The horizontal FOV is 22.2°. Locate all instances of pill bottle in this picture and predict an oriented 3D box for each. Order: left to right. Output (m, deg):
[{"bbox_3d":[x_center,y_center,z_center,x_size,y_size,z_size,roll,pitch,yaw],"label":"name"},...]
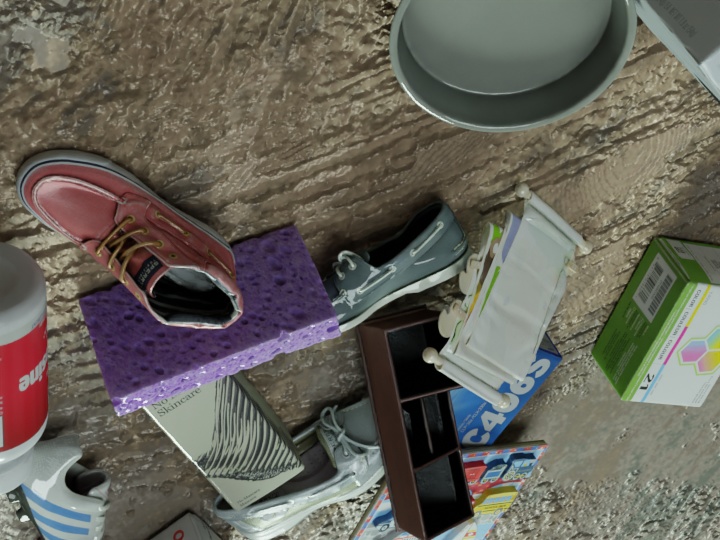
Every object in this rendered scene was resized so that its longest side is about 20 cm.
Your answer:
[{"bbox_3d":[-0.309,0.084,1.485,0.112,0.112,0.201,-9,130,-19],"label":"pill bottle"}]

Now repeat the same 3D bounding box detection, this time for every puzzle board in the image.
[{"bbox_3d":[0.082,0.232,1.797,0.199,0.017,0.151,-1,131,-41],"label":"puzzle board"}]

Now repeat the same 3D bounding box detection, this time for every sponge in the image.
[{"bbox_3d":[-0.127,0.039,1.534,0.199,0.112,0.030,-20,143,-9],"label":"sponge"}]

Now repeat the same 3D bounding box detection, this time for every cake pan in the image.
[{"bbox_3d":[0.121,-0.197,1.476,0.199,0.037,0.201,-3,136,-3],"label":"cake pan"}]

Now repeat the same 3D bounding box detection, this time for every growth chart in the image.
[{"bbox_3d":[0.133,0.022,1.641,0.145,0.018,0.200,44,68,-40],"label":"growth chart"}]

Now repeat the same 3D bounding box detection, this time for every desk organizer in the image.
[{"bbox_3d":[0.057,0.138,1.658,0.071,0.077,0.201,-13,96,-16],"label":"desk organizer"}]

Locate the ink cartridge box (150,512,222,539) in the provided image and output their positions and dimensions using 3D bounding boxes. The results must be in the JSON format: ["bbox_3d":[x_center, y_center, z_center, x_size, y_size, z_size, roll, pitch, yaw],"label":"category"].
[{"bbox_3d":[-0.199,0.349,1.731,0.200,0.146,0.084,-36,134,6],"label":"ink cartridge box"}]

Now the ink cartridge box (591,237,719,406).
[{"bbox_3d":[0.350,0.057,1.800,0.199,0.076,0.148,8,123,-28],"label":"ink cartridge box"}]

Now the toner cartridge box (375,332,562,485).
[{"bbox_3d":[0.095,0.132,1.763,0.095,0.043,0.200,22,116,-36],"label":"toner cartridge box"}]

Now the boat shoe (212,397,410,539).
[{"bbox_3d":[-0.044,0.181,1.714,0.202,0.075,0.065,-32,147,11],"label":"boat shoe"}]

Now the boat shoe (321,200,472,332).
[{"bbox_3d":[0.000,0.000,1.600,0.199,0.073,0.062,-24,120,-10],"label":"boat shoe"}]

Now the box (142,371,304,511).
[{"bbox_3d":[-0.133,0.123,1.631,0.082,0.068,0.200,-34,134,3],"label":"box"}]

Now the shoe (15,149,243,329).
[{"bbox_3d":[-0.179,-0.023,1.455,0.200,0.091,0.072,29,108,-27],"label":"shoe"}]

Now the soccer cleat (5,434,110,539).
[{"bbox_3d":[-0.255,0.228,1.658,0.086,0.070,0.200,-23,133,-6],"label":"soccer cleat"}]

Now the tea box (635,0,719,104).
[{"bbox_3d":[0.327,-0.239,1.462,0.197,0.200,0.134,-40,132,8],"label":"tea box"}]
